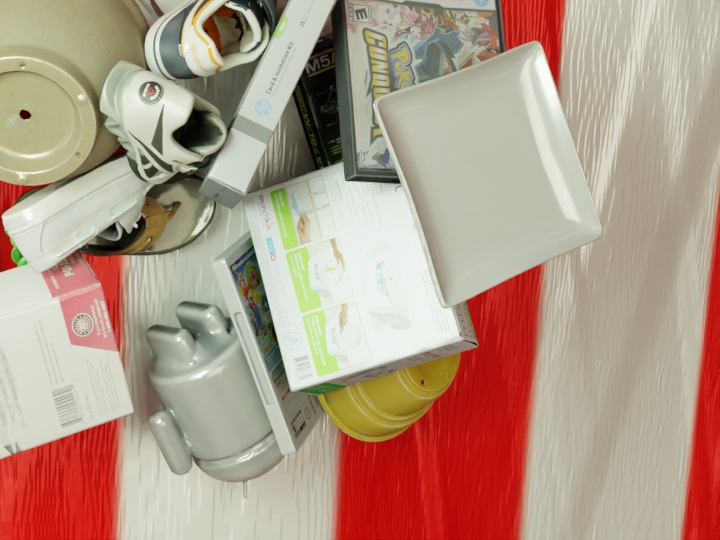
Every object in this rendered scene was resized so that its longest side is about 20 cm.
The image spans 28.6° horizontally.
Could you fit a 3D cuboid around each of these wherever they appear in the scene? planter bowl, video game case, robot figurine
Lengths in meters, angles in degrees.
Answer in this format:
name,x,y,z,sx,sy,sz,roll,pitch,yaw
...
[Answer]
name,x,y,z,sx,sy,sz,roll,pitch,yaw
planter bowl,-0.278,-0.154,1.203,0.199,0.135,0.201,-2,124,-4
video game case,-0.084,0.064,1.392,0.018,0.143,0.201,-16,102,18
video game case,0.060,-0.179,1.322,0.180,0.025,0.201,1,79,-29
planter bowl,0.045,0.079,1.463,0.200,0.083,0.201,3,86,-45
robot figurine,-0.135,0.127,1.401,0.169,0.113,0.201,-37,116,-27

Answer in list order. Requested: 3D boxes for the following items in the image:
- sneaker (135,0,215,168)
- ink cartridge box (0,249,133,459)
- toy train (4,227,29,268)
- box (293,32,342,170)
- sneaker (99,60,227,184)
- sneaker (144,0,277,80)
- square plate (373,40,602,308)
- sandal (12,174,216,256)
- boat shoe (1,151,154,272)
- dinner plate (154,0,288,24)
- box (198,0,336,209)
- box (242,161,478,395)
name,x,y,z,sx,sy,sz,roll,pitch,yaw
sneaker,-0.182,-0.187,1.332,0.087,0.075,0.200,-59,136,-37
ink cartridge box,-0.320,0.085,1.256,0.199,0.085,0.146,-19,122,-18
toy train,-0.286,0.031,1.324,0.056,0.042,0.201,-17,118,-18
box,0.037,-0.167,1.461,0.199,0.047,0.194,-26,110,-19
sneaker,-0.155,-0.112,1.222,0.088,0.200,0.074,18,82,11
sneaker,-0.107,-0.238,1.267,0.200,0.079,0.079,-58,137,-35
square plate,0.117,-0.091,1.306,0.199,0.028,0.199,-23,97,-28
sandal,-0.229,-0.051,1.344,0.199,0.055,0.082,-1,102,-27
boat shoe,-0.233,-0.059,1.274,0.200,0.072,0.069,-40,114,-52
dinner plate,-0.123,-0.314,1.329,0.200,0.024,0.201,-5,98,-40
box,-0.086,-0.159,1.294,0.041,0.156,0.201,26,85,-8
box,0.000,0.000,1.363,0.176,0.097,0.201,-18,79,11
